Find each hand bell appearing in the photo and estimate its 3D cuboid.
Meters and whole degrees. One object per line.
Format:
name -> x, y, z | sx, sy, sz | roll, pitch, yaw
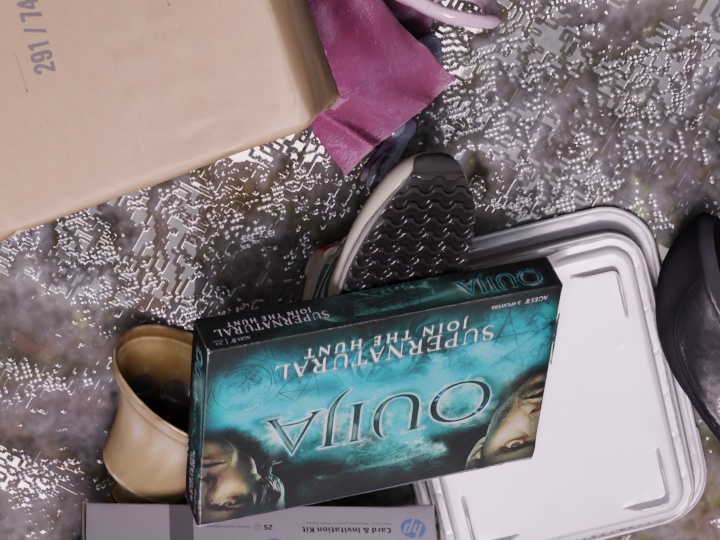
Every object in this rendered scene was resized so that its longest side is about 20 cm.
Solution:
hand bell -> -0.138, 0.139, 1.578 | 0.104, 0.104, 0.200 | 27, 117, -10

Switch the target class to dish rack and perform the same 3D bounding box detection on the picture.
dish rack -> 0.104, 0.075, 1.577 | 0.171, 0.044, 0.201 | -14, 106, 3

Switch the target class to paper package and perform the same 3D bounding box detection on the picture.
paper package -> -0.130, -0.137, 1.336 | 0.190, 0.103, 0.201 | -19, 98, 6

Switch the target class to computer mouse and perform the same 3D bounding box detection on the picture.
computer mouse -> 0.207, 0.067, 1.550 | 0.053, 0.138, 0.201 | -17, 99, 21

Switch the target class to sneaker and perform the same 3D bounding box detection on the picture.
sneaker -> 0.000, 0.000, 1.503 | 0.070, 0.094, 0.200 | -3, 132, -25

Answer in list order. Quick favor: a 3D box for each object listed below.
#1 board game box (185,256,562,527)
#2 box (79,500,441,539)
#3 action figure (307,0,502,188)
board game box -> 0.006, 0.066, 1.478 | 0.199, 0.028, 0.136 | -10, 134, -17
box -> -0.062, 0.195, 1.568 | 0.199, 0.041, 0.156 | 1, 136, -8
action figure -> -0.036, -0.144, 1.455 | 0.149, 0.134, 0.200 | -43, 107, 9
